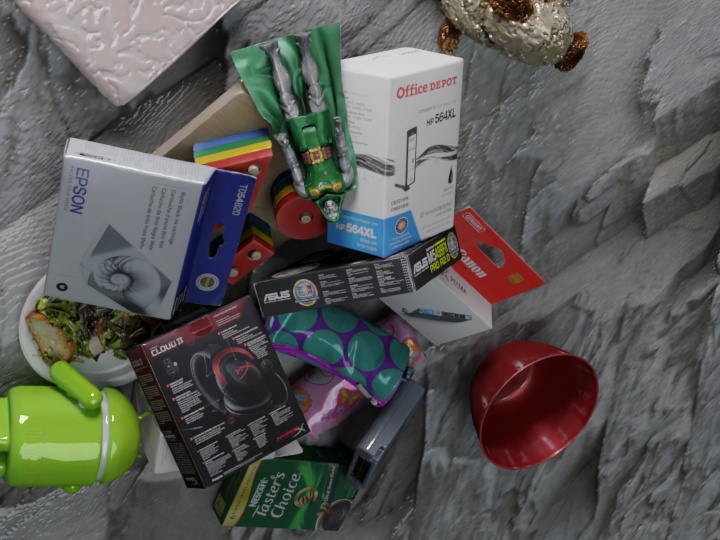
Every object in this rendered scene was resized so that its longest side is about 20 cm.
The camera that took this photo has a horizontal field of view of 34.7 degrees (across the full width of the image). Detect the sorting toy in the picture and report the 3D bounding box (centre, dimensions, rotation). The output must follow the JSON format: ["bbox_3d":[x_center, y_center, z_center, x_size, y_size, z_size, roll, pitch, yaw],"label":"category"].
[{"bbox_3d":[-0.132,-0.080,1.290,0.198,0.070,0.200,-35,133,23],"label":"sorting toy"}]

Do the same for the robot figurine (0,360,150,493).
[{"bbox_3d":[-0.349,0.194,1.351,0.199,0.116,0.176,3,129,-23],"label":"robot figurine"}]

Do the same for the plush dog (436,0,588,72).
[{"bbox_3d":[0.168,-0.291,1.294,0.200,0.172,0.161,25,106,-39],"label":"plush dog"}]

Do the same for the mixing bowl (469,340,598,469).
[{"bbox_3d":[0.233,0.177,1.676,0.199,0.108,0.201,-15,126,-21],"label":"mixing bowl"}]

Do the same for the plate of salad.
[{"bbox_3d":[-0.297,0.064,1.349,0.199,0.048,0.201,-14,125,-21],"label":"plate of salad"}]

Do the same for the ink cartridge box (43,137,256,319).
[{"bbox_3d":[-0.228,-0.035,1.234,0.199,0.041,0.200,10,130,-12],"label":"ink cartridge box"}]

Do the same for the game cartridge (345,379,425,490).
[{"bbox_3d":[0.035,0.216,1.551,0.133,0.041,0.200,-59,173,-23],"label":"game cartridge"}]

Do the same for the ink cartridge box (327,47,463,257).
[{"bbox_3d":[0.038,-0.134,1.276,0.146,0.084,0.201,-24,124,-47],"label":"ink cartridge box"}]

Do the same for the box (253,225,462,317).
[{"bbox_3d":[0.000,0.000,1.346,0.160,0.199,0.044,-29,106,-61],"label":"box"}]

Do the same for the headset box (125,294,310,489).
[{"bbox_3d":[-0.170,0.131,1.345,0.148,0.075,0.201,-26,93,-28],"label":"headset box"}]

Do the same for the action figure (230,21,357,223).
[{"bbox_3d":[-0.051,-0.145,1.201,0.118,0.055,0.201,-14,106,7],"label":"action figure"}]

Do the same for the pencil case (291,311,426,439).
[{"bbox_3d":[-0.010,0.142,1.539,0.200,0.087,0.088,-37,130,-1],"label":"pencil case"}]

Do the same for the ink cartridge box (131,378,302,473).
[{"bbox_3d":[-0.175,0.183,1.447,0.199,0.117,0.068,-3,122,-27],"label":"ink cartridge box"}]

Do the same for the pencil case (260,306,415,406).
[{"bbox_3d":[-0.034,0.095,1.444,0.199,0.093,0.085,27,148,-9],"label":"pencil case"}]

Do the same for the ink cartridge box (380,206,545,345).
[{"bbox_3d":[0.117,0.013,1.492,0.176,0.045,0.200,-21,138,30],"label":"ink cartridge box"}]

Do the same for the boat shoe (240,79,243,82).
[{"bbox_3d":[-0.108,-0.186,1.282,0.199,0.063,0.073,-27,141,13],"label":"boat shoe"}]

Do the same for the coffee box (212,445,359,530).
[{"bbox_3d":[-0.096,0.305,1.618,0.199,0.044,0.123,13,112,-35],"label":"coffee box"}]

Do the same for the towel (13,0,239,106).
[{"bbox_3d":[-0.239,-0.292,1.161,0.191,0.032,0.200,-42,131,0],"label":"towel"}]
